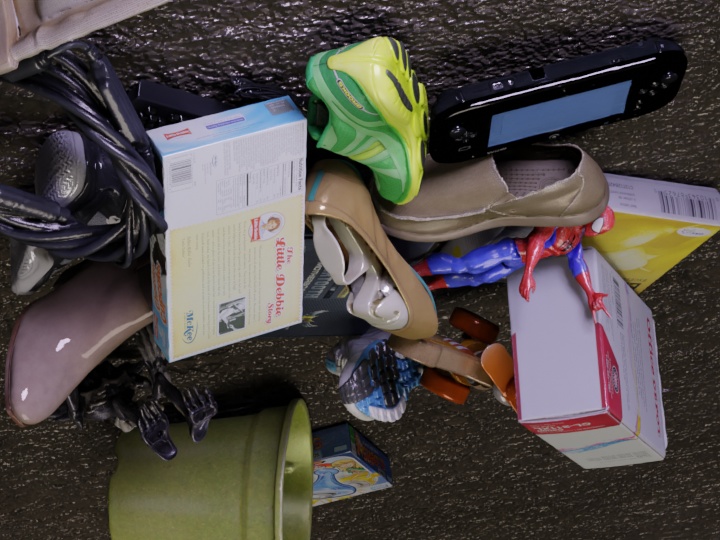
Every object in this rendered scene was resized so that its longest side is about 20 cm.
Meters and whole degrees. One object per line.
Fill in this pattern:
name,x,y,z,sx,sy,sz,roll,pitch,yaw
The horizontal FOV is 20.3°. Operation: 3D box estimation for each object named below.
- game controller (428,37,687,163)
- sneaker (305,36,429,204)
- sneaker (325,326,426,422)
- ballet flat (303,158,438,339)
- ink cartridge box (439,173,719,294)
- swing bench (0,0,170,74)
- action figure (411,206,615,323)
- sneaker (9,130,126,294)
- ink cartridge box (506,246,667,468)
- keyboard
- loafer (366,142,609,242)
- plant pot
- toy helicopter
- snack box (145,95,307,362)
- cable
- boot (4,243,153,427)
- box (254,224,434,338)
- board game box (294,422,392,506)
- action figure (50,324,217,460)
game controller,0.147,-0.125,1.512,0.199,0.042,0.104,-14,153,-4
sneaker,0.005,-0.115,1.493,0.083,0.074,0.200,2,155,12
sneaker,0.004,0.091,1.826,0.086,0.075,0.200,-4,-170,18
ballet flat,0.000,0.000,1.595,0.068,0.063,0.200,-1,135,35
ink cartridge box,0.182,-0.020,1.757,0.197,0.047,0.200,5,149,-26
swing bench,-0.178,-0.228,1.134,0.198,0.130,0.200,-18,158,18
action figure,0.125,0.012,1.649,0.199,0.099,0.065,-26,152,19
sneaker,-0.207,-0.036,1.566,0.113,0.076,0.200,5,150,-21
ink cartridge box,0.200,0.082,1.757,0.082,0.147,0.200,-10,159,19
keyboard,-0.092,-0.108,1.522,0.199,0.021,0.127,13,147,-38
loafer,0.097,-0.073,1.593,0.199,0.076,0.068,-6,142,4
plant pot,-0.152,0.227,2.021,0.183,0.201,0.201,1,155,7
toy helicopter,0.090,0.084,1.752,0.132,0.079,0.200,30,-175,31
snack box,-0.100,-0.029,1.512,0.116,0.037,0.201,-16,133,-22
cable,-0.223,-0.073,1.424,0.162,0.051,0.201,-12,127,18
boot,-0.192,0.032,1.597,0.146,0.201,0.070,-16,128,26
box,-0.040,-0.004,1.709,0.157,0.051,0.200,-1,154,-23
board game box,-0.080,0.225,2.185,0.199,0.035,0.135,-16,153,16
action figure,-0.216,0.100,1.817,0.119,0.103,0.200,-24,-152,-33
